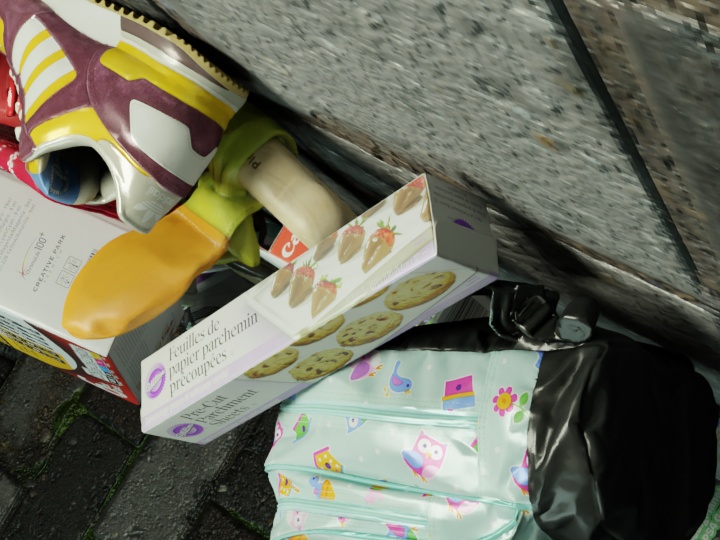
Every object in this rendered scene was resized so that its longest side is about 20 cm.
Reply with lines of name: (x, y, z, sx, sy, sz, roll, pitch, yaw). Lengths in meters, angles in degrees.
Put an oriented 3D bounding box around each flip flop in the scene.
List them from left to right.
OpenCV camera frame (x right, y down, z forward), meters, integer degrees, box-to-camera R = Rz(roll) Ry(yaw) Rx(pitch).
flip flop: (-0.112, -0.050, 1.012, 0.081, 0.058, 0.200, 42, -176, -47)

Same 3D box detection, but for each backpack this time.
backpack: (0.047, 0.080, 0.588, 0.199, 0.127, 0.167, -2, 159, 35)

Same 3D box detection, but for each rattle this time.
rattle: (-0.043, 0.011, 0.669, 0.130, 0.143, 0.200, 26, 172, 17)

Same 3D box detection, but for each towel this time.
towel: (-0.215, -0.073, 0.798, 0.199, 0.023, 0.144, 24, -177, 31)

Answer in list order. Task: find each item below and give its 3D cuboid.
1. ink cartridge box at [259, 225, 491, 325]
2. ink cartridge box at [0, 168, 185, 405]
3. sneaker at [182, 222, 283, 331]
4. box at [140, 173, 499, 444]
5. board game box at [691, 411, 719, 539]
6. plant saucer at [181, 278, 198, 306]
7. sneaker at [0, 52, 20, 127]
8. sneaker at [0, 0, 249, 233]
ink cartridge box: (0.000, 0.000, 0.839, 0.200, 0.051, 0.109, 29, 175, 34)
ink cartridge box: (-0.222, 0.007, 0.871, 0.175, 0.084, 0.200, 24, 165, 3)
sneaker: (-0.157, 0.028, 1.134, 0.199, 0.141, 0.078, -1, 159, 14)
box: (-0.025, 0.023, 0.558, 0.041, 0.039, 0.200, 20, 141, -40)
board game box: (0.171, 0.124, 0.770, 0.199, 0.097, 0.159, 29, 175, 13)
plant saucer: (-0.195, -0.055, 1.023, 0.200, 0.050, 0.200, 43, -178, -2)
sneaker: (-0.161, -0.103, 0.735, 0.115, 0.079, 0.200, 18, -179, 32)
sneaker: (-0.143, -0.083, 0.607, 0.200, 0.090, 0.075, 26, 173, 45)
